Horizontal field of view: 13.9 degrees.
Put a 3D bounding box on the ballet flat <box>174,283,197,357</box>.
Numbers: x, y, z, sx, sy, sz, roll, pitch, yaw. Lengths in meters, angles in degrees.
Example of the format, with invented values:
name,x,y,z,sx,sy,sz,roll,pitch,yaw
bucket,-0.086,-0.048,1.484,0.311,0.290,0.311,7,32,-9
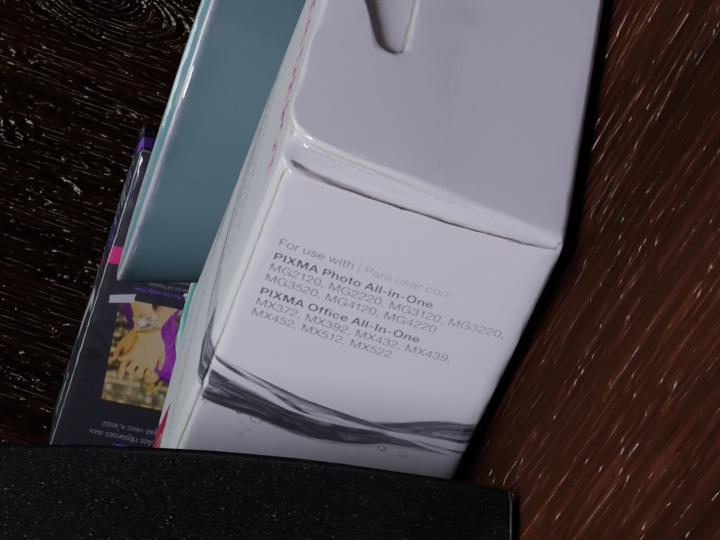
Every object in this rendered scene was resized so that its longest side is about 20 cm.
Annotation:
name,x,y,z,sx,sy,sz,roll,pitch,yaw
ballet flat,-0.029,-0.025,1.429,0.064,0.075,0.201,35,-105,-63

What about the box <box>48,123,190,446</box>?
name,x,y,z,sx,sy,sz,roll,pitch,yaw
box,-0.116,0.024,1.843,0.122,0.106,0.201,-107,35,-79

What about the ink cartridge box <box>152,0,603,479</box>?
name,x,y,z,sx,sy,sz,roll,pitch,yaw
ink cartridge box,0.000,0.000,0.878,0.146,0.083,0.200,-77,8,-46

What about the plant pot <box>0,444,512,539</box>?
name,x,y,z,sx,sy,sz,roll,pitch,yaw
plant pot,-0.079,0.152,0.697,0.200,0.177,0.201,-84,14,-63

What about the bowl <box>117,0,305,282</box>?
name,x,y,z,sx,sy,sz,roll,pitch,yaw
bowl,-0.029,-0.077,1.312,0.201,0.105,0.202,-162,90,-85
